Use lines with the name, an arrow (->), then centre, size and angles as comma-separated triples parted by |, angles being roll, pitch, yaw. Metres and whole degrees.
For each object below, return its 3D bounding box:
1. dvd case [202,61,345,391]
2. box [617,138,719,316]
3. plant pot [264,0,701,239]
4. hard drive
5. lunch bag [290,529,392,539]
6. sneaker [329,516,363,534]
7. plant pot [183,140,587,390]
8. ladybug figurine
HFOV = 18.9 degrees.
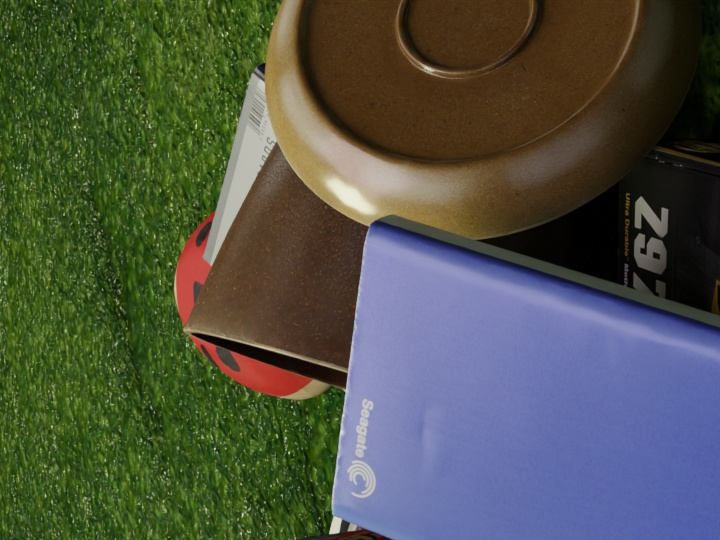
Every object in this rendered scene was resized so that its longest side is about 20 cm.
dvd case -> 0.000, 0.000, 1.179 | 0.200, 0.025, 0.151 | 43, 138, 22
box -> 0.165, 0.054, 0.896 | 0.159, 0.049, 0.202 | -154, 61, -64
plant pot -> 0.049, -0.106, 0.952 | 0.028, 0.199, 0.201 | 63, -176, -58
hard drive -> 0.084, 0.068, 0.863 | 0.199, 0.025, 0.133 | 18, 112, 28
lunch bag -> 0.007, 0.160, 1.060 | 0.176, 0.199, 0.083 | -13, 82, 52
sneaker -> 0.037, 0.211, 1.183 | 0.087, 0.073, 0.202 | -2, 98, 66
plant pot -> 0.033, -0.039, 1.024 | 0.187, 0.186, 0.202 | 7, 79, 65
ladybug figurine -> -0.063, 0.014, 1.357 | 0.200, 0.071, 0.137 | -176, 82, -65
